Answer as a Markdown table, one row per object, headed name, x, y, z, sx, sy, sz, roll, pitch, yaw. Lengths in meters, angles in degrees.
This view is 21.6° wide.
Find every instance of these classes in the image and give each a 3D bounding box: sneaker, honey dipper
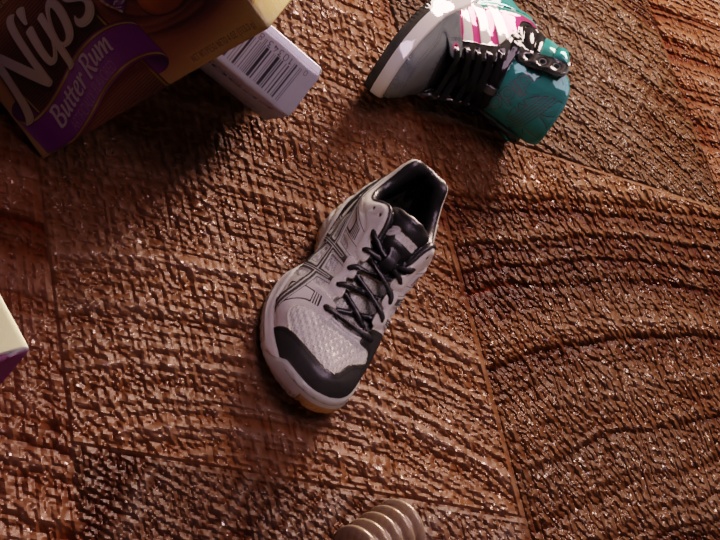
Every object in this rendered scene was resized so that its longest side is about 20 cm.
| name | x | y | z | sx | sy | sz | roll | pitch | yaw |
| --- | --- | --- | --- | --- | --- | --- | --- | --- | --- |
| sneaker | 0.000 | 0.000 | 1.176 | 0.075 | 0.088 | 0.201 | 37 | 40 | -15 |
| honey dipper | -0.038 | 0.179 | 1.032 | 0.199 | 0.038 | 0.038 | -25 | 75 | -46 |
| sneaker | 0.091 | -0.141 | 1.394 | 0.121 | 0.084 | 0.200 | 42 | 36 | 9 |

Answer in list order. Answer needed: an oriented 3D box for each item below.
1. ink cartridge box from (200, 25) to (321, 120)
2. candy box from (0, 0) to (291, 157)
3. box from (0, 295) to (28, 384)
| name | x | y | z | sx | sy | sz | roll | pitch | yaw |
| --- | --- | --- | --- | --- | --- | --- | --- | --- | --- |
| ink cartridge box | -0.120 | -0.170 | 1.194 | 0.199 | 0.041 | 0.200 | 39 | -2 | -8 |
| candy box | -0.142 | -0.156 | 1.066 | 0.117 | 0.199 | 0.057 | 53 | 39 | -17 |
| box | -0.289 | -0.004 | 0.898 | 0.175 | 0.097 | 0.201 | -15 | 69 | -48 |
